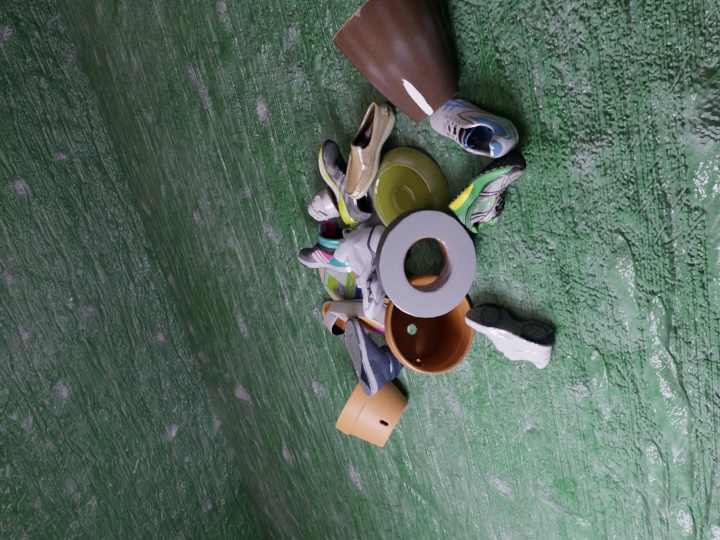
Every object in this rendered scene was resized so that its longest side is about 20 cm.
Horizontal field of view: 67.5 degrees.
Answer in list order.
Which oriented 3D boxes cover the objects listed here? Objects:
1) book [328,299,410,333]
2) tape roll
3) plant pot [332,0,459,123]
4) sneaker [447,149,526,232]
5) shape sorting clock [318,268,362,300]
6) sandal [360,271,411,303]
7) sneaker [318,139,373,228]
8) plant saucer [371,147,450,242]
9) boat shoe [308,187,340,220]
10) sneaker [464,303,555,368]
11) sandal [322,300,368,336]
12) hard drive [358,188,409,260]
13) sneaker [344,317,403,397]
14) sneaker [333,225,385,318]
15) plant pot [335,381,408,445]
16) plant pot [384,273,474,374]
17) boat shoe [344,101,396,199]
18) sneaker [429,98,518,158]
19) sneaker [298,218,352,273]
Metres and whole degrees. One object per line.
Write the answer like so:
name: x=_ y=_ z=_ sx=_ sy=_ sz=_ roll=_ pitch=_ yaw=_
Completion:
book: x=0.020 y=0.126 z=1.392 sx=0.132 sy=0.050 sz=0.197 roll=35 pitch=159 yaw=-32
tape roll: x=0.127 y=-0.016 z=1.061 sx=0.066 sy=0.194 sz=0.207 roll=-127 pitch=15 yaw=-79
plant pot: x=0.081 y=-0.369 z=0.926 sx=0.202 sy=0.187 sz=0.185 roll=52 pitch=148 yaw=-13
sneaker: x=0.236 y=-0.138 z=0.956 sx=0.086 sy=0.077 sz=0.200 roll=50 pitch=154 yaw=5
shape sorting clock: x=-0.041 y=0.011 z=1.452 sx=0.196 sy=0.039 sz=0.207 roll=25 pitch=127 yaw=39
sandal: x=0.068 y=0.050 z=1.302 sx=0.055 sy=0.080 sz=0.198 roll=55 pitch=150 yaw=-10
sneaker: x=-0.026 y=-0.201 z=1.211 sx=0.079 sy=0.073 sz=0.205 roll=-11 pitch=111 yaw=48
plant saucer: x=0.095 y=-0.151 z=1.129 sx=0.195 sy=0.031 sz=0.207 roll=21 pitch=126 yaw=30
boat shoe: x=-0.094 y=-0.152 z=1.309 sx=0.200 sy=0.067 sz=0.073 roll=-163 pitch=49 yaw=-85
sneaker: x=0.288 y=0.133 z=1.066 sx=0.197 sy=0.073 sz=0.090 roll=26 pitch=138 yaw=43
sandal: x=-0.057 y=0.157 z=1.558 sx=0.204 sy=0.058 sz=0.082 roll=29 pitch=135 yaw=40
hard drive: x=0.041 y=-0.126 z=1.252 sx=0.137 sy=0.032 sz=0.207 roll=12 pitch=122 yaw=50
sneaker: x=0.042 y=0.192 z=1.371 sx=0.076 sy=0.143 sz=0.210 roll=7 pitch=118 yaw=56
sneaker: x=0.000 y=0.000 z=1.221 sx=0.111 sy=0.075 sz=0.209 roll=4 pitch=88 yaw=23
plant pot: x=0.041 y=0.376 z=1.466 sx=0.137 sy=0.201 sz=0.204 roll=31 pitch=139 yaw=11
plant pot: x=0.134 y=0.123 z=1.179 sx=0.205 sy=0.196 sz=0.140 roll=59 pitch=163 yaw=3
boat shoe: x=0.003 y=-0.249 z=1.111 sx=0.071 sy=0.075 sz=0.207 roll=30 pitch=109 yaw=33
sneaker: x=0.183 y=-0.247 z=0.935 sx=0.199 sy=0.071 sz=0.074 roll=36 pitch=141 yaw=46
sneaker: x=-0.094 y=-0.069 z=1.372 sx=0.194 sy=0.083 sz=0.125 roll=9 pitch=121 yaw=37
